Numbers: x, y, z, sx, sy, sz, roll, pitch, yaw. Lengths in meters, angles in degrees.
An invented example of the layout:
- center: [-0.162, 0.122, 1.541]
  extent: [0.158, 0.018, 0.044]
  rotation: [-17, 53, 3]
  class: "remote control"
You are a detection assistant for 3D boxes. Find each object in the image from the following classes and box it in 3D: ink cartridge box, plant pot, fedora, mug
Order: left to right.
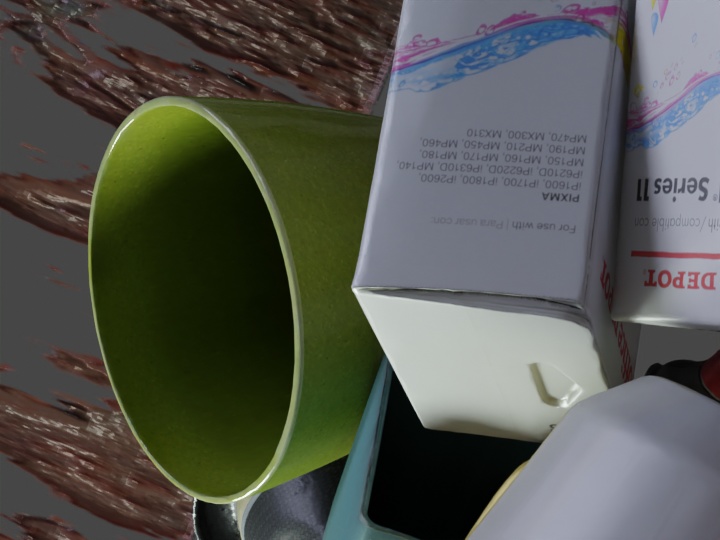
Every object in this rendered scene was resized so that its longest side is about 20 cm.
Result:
- center: [0.000, 0.000, 1.023]
  extent: [0.187, 0.199, 0.189]
  rotation: [19, 113, 52]
  class: "plant pot"
- center: [0.003, 0.156, 1.120]
  extent: [0.201, 0.199, 0.092]
  rotation: [120, 150, -44]
  class: "fedora"
- center: [0.038, 0.163, 0.917]
  extent: [0.142, 0.140, 0.201]
  rotation: [-78, 10, -59]
  class: "plant pot"
- center: [0.064, -0.054, 0.775]
  extent: [0.148, 0.085, 0.202]
  rotation: [62, -144, -63]
  class: "ink cartridge box"
- center: [0.076, 0.113, 0.691]
  extent: [0.154, 0.186, 0.149]
  rotation: [-59, -38, -4]
  class: "mug"
- center: [0.143, -0.037, 0.675]
  extent: [0.117, 0.067, 0.202]
  rotation: [2, 87, 58]
  class: "ink cartridge box"

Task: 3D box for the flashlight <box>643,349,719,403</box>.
- center: [0.156, 0.007, 0.771]
  extent: [0.201, 0.067, 0.068]
  rotation: [-58, 34, 33]
  class: "flashlight"
